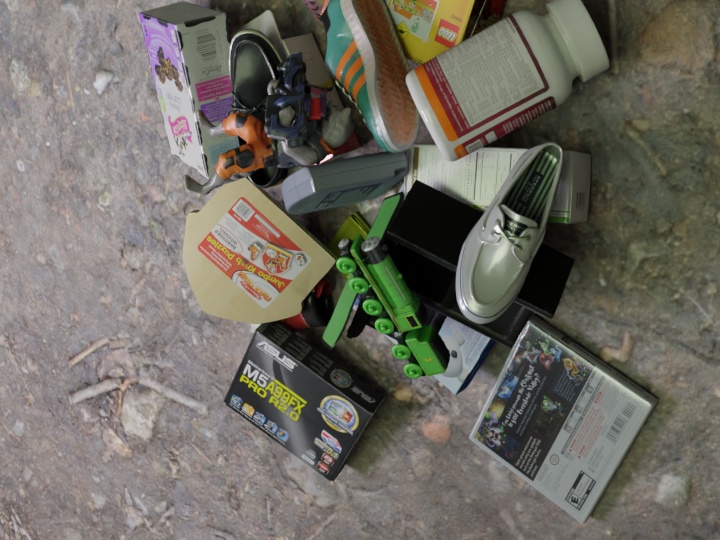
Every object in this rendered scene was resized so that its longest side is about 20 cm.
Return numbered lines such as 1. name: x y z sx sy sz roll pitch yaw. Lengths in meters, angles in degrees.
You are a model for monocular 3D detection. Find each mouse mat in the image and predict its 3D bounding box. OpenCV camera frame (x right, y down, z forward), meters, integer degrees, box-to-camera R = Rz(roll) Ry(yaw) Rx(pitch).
1. mouse mat: 0.000 0.000 1.319 0.007 0.161 0.202 23 89 -6

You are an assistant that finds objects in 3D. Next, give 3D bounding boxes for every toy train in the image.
1. toy train: 0.039 0.041 1.194 0.056 0.042 0.201 -14 124 29

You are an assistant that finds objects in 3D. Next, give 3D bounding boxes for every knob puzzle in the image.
1. knob puzzle: -0.152 -0.014 1.464 0.217 0.031 0.222 6 117 12

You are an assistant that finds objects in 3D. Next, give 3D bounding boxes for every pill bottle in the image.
1. pill bottle: 0.157 -0.208 1.167 0.198 0.110 0.110 -28 89 9

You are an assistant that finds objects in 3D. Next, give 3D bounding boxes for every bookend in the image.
1. bookend: 0.107 0.032 1.245 0.197 0.093 0.201 27 140 4

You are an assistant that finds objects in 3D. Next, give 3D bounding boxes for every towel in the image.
1. towel: 0.031 0.024 1.441 0.201 0.018 0.086 51 127 12

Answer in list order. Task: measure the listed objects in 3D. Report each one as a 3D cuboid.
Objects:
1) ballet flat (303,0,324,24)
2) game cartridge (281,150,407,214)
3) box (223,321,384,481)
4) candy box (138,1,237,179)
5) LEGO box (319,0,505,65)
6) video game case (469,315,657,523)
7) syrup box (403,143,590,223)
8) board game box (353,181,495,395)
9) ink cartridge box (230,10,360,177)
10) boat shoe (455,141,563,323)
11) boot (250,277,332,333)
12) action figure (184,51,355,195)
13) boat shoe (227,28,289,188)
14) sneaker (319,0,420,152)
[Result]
1. ballet flat: -0.059 -0.400 1.326 0.069 0.071 0.203 15 114 31
2. game cartridge: -0.027 -0.103 1.306 0.200 0.132 0.041 156 98 -79
3. box: -0.083 0.182 1.528 0.199 0.044 0.161 35 130 7
4. candy box: -0.216 -0.240 1.437 0.167 0.071 0.202 32 137 58
5. LEGO box: 0.065 -0.330 1.254 0.199 0.077 0.150 32 122 24
6. video game case: 0.242 0.183 1.338 0.181 0.023 0.202 35 124 22
7. syrup box: 0.154 -0.100 1.241 0.198 0.079 0.083 5 95 26
8. board game box: 0.098 0.013 1.357 0.198 0.043 0.201 39 117 18
9. ink cartridge box: -0.095 -0.226 1.416 0.116 0.067 0.202 -20 94 39
10. boat shoe: 0.152 -0.045 1.119 0.073 0.067 0.202 21 77 2
11. boot: -0.114 -0.007 1.506 0.143 0.072 0.202 -16 104 38
12. action figure: -0.097 -0.164 1.270 0.191 0.201 0.105 -8 127 14
13. boat shoe: -0.125 -0.196 1.352 0.074 0.062 0.203 -2 109 9
14. sneaker: 0.007 -0.221 1.240 0.080 0.071 0.202 -26 76 47
